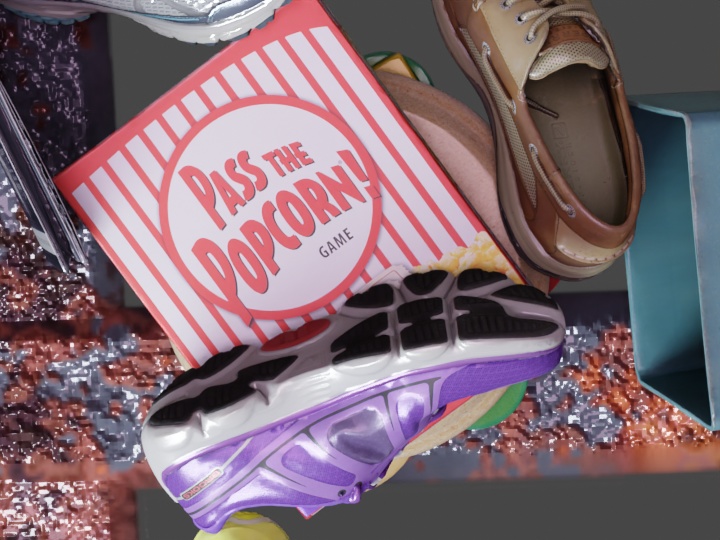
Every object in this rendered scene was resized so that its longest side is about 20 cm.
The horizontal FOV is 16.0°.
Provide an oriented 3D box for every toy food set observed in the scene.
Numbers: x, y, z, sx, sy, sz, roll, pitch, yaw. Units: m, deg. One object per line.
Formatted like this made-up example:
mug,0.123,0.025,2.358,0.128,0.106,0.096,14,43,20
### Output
toy food set,0.000,0.000,1.246,0.197,0.049,0.201,-31,95,5

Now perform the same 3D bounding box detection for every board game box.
board game box,-0.025,-0.010,1.197,0.151,0.046,0.200,-37,95,6

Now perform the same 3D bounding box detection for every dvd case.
dvd case,-0.179,-0.094,1.189,0.016,0.149,0.201,-26,96,-8

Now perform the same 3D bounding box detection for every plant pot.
plant pot,0.235,-0.019,1.192,0.199,0.141,0.142,-7,98,-6

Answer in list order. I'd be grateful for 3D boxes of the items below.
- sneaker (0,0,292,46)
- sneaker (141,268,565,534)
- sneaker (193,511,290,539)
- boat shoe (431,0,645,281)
sneaker,-0.111,-0.151,1.164,0.199,0.086,0.078,-1,72,32
sneaker,0.002,0.061,1.157,0.199,0.081,0.084,-20,113,11
sneaker,-0.066,0.224,1.250,0.075,0.105,0.201,-2,97,2
boat shoe,0.091,-0.098,1.197,0.075,0.074,0.201,-15,82,-21
